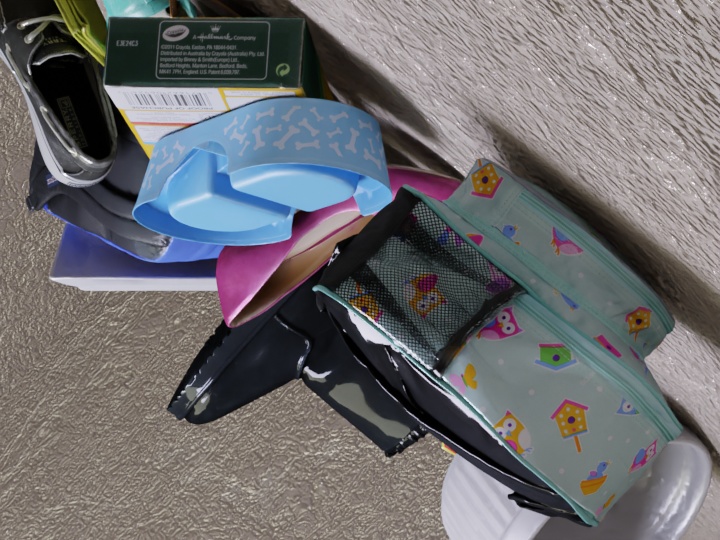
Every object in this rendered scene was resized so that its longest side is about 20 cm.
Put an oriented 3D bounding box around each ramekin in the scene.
[{"bbox_3d":[0.154,0.165,1.758,0.105,0.200,0.200,48,180,33],"label":"ramekin"}]

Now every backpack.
[{"bbox_3d":[-0.142,-0.100,1.831,0.168,0.163,0.200,-6,-158,-35],"label":"backpack"},{"bbox_3d":[0.095,0.045,1.341,0.200,0.153,0.176,49,-179,22],"label":"backpack"}]

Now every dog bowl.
[{"bbox_3d":[-0.063,-0.063,1.515,0.111,0.050,0.200,16,160,-37],"label":"dog bowl"}]

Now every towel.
[{"bbox_3d":[-0.220,-0.225,1.771,0.086,0.018,0.200,43,-164,-52],"label":"towel"}]

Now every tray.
[{"bbox_3d":[-0.139,-0.008,1.853,0.107,0.200,0.022,-88,-3,-64],"label":"tray"}]

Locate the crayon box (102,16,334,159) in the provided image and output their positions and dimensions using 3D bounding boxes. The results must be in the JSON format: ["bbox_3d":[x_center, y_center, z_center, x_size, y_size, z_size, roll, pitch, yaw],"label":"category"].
[{"bbox_3d":[-0.086,-0.109,1.545,0.125,0.052,0.200,1,164,7],"label":"crayon box"}]

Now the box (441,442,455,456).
[{"bbox_3d":[0.098,0.077,1.772,0.075,0.050,0.200,31,150,25],"label":"box"}]

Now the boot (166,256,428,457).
[{"bbox_3d":[-0.028,0.078,1.715,0.162,0.198,0.073,36,-150,-10],"label":"boot"}]

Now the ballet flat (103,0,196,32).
[{"bbox_3d":[-0.148,-0.175,1.693,0.200,0.067,0.071,74,173,-78],"label":"ballet flat"}]

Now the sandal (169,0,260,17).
[{"bbox_3d":[-0.092,-0.151,1.607,0.082,0.055,0.200,36,173,45],"label":"sandal"}]

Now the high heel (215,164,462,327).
[{"bbox_3d":[-0.017,-0.016,1.584,0.200,0.096,0.067,-5,163,33],"label":"high heel"}]

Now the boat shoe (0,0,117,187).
[{"bbox_3d":[-0.227,-0.161,1.734,0.200,0.071,0.064,64,157,5],"label":"boat shoe"}]
